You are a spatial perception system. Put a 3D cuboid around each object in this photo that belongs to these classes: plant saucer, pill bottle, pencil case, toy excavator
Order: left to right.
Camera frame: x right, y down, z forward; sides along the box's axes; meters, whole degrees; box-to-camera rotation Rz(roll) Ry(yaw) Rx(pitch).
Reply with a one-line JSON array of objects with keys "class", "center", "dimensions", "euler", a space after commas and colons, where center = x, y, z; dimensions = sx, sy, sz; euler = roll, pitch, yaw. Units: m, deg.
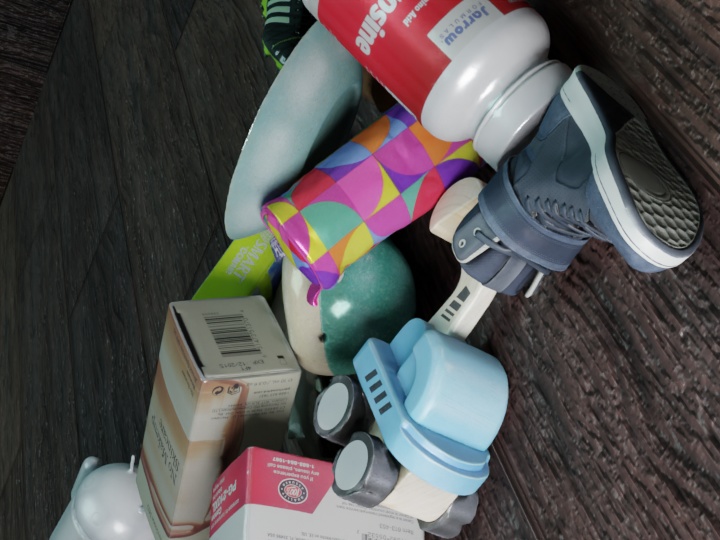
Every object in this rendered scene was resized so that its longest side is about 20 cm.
[{"class": "plant saucer", "center": [-0.041, -0.107, 1.102], "dimensions": [0.202, 0.039, 0.201], "euler": [-60, -10, -18]}, {"class": "pencil case", "center": [0.017, -0.067, 1.058], "dimensions": [0.200, 0.089, 0.088], "euler": [-39, 21, -10]}, {"class": "pill bottle", "center": [0.059, -0.165, 0.989], "dimensions": [0.200, 0.112, 0.112], "euler": [46, 128, 17]}, {"class": "toy excavator", "center": [0.061, 0.057, 0.998], "dimensions": [0.200, 0.100, 0.195], "euler": [-51, 32, 19]}]

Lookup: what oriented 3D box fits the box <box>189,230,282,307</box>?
[{"class": "box", "center": [-0.090, -0.007, 1.269], "dimensions": [0.200, 0.048, 0.122], "euler": [-55, -8, -13]}]

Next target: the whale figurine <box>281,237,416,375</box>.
[{"class": "whale figurine", "center": [0.000, 0.000, 1.165], "dimensions": [0.200, 0.103, 0.160], "euler": [-72, -22, -58]}]

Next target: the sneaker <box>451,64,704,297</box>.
[{"class": "sneaker", "center": [0.129, -0.023, 0.870], "dimensions": [0.146, 0.077, 0.203], "euler": [-51, 21, 23]}]

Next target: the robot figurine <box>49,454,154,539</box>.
[{"class": "robot figurine", "center": [-0.282, 0.294, 1.583], "dimensions": [0.170, 0.113, 0.200], "euler": [56, 133, 25]}]

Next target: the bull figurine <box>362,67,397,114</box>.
[{"class": "bull figurine", "center": [0.042, -0.176, 1.201], "dimensions": [0.122, 0.065, 0.200], "euler": [-65, 27, 10]}]

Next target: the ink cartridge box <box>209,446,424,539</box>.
[{"class": "ink cartridge box", "center": [-0.032, 0.244, 1.004], "dimensions": [0.084, 0.144, 0.201], "euler": [-47, 35, 50]}]

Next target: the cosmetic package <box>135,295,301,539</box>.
[{"class": "cosmetic package", "center": [-0.121, 0.130, 1.157], "dimensions": [0.103, 0.087, 0.201], "euler": [57, 142, 46]}]

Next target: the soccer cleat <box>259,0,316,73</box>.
[{"class": "soccer cleat", "center": [-0.065, -0.268, 1.506], "dimensions": [0.081, 0.067, 0.200], "euler": [-48, 32, 24]}]

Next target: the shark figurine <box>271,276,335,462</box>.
[{"class": "shark figurine", "center": [-0.071, 0.096, 1.249], "dimensions": [0.128, 0.089, 0.216], "euler": [131, 136, -70]}]
